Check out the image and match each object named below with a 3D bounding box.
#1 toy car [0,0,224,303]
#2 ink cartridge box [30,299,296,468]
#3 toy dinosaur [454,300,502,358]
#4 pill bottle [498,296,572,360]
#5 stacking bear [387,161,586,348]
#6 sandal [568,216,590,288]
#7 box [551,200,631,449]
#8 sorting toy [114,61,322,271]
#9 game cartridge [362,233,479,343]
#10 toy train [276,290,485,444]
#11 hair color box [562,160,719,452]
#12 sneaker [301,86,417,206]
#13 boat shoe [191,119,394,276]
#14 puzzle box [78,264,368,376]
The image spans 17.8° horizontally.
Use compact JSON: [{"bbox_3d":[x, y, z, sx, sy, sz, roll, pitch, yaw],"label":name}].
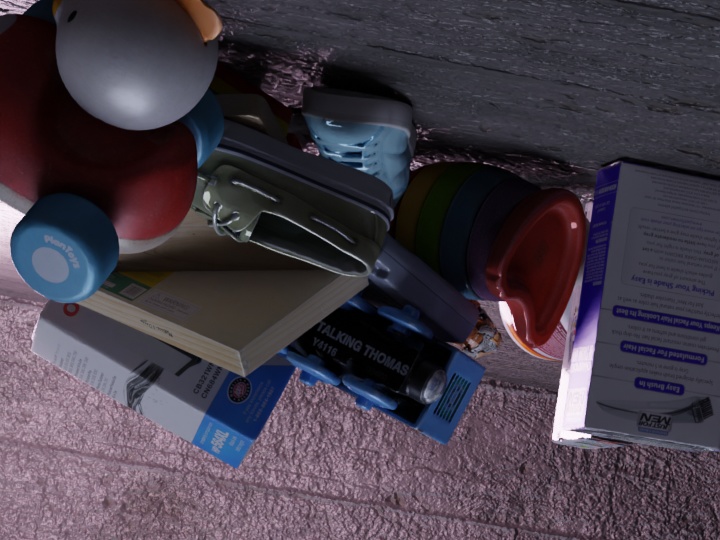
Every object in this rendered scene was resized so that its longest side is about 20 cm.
[{"bbox_3d":[-0.156,-0.124,1.354,0.176,0.185,0.200,33,130,3],"label":"toy car"},{"bbox_3d":[-0.145,0.042,1.850,0.199,0.147,0.084,29,157,-1],"label":"ink cartridge box"},{"bbox_3d":[0.037,-0.002,1.964,0.200,0.102,0.136,53,-166,-26],"label":"toy dinosaur"},{"bbox_3d":[0.207,0.021,2.036,0.112,0.114,0.200,11,173,-17],"label":"pill bottle"},{"bbox_3d":[0.066,-0.034,1.807,0.199,0.114,0.122,18,158,33],"label":"stacking bear"},{"bbox_3d":[0.128,-0.027,1.888,0.202,0.083,0.050,22,170,48],"label":"sandal"},{"bbox_3d":[0.198,0.040,1.840,0.034,0.202,0.110,10,173,-11],"label":"box"},{"bbox_3d":[-0.131,-0.079,1.618,0.199,0.070,0.199,0,150,17],"label":"sorting toy"},{"bbox_3d":[0.000,0.000,1.782,0.133,0.042,0.200,35,170,-36],"label":"game cartridge"},{"bbox_3d":[-0.006,0.057,1.746,0.199,0.087,0.114,25,174,32],"label":"toy train"},{"bbox_3d":[0.221,0.029,1.715,0.109,0.202,0.065,10,172,-12],"label":"hair color box"},{"bbox_3d":[0.002,-0.077,1.640,0.073,0.083,0.200,6,173,15],"label":"sneaker"},{"bbox_3d":[-0.074,-0.051,1.514,0.199,0.062,0.072,15,151,-8],"label":"boat shoe"},{"bbox_3d":[-0.109,0.006,1.699,0.199,0.026,0.133,21,-134,41],"label":"puzzle box"}]
